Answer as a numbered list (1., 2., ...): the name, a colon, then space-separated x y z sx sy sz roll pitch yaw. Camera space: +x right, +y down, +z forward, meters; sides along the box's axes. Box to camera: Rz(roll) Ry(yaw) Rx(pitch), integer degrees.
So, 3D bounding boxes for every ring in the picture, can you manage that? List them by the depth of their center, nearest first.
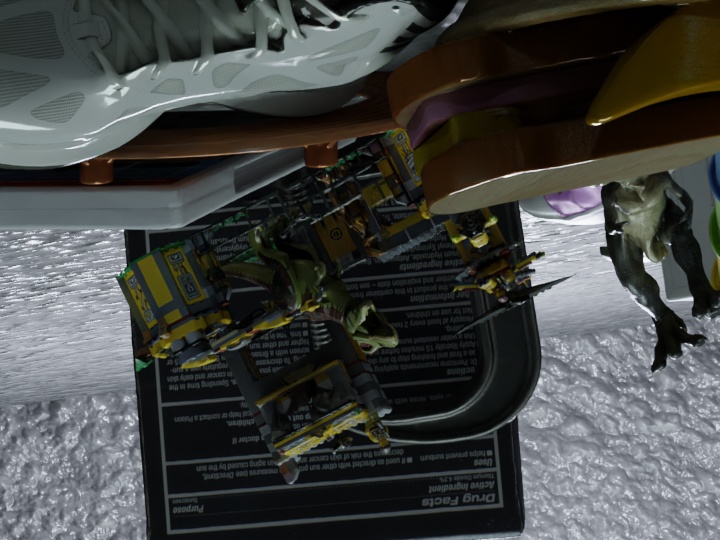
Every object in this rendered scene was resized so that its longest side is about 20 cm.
1. ring: -0.059 -0.059 0.766 0.200 0.019 0.200 -3 -167 1

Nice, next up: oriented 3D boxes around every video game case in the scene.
1. video game case: -0.100 -0.045 0.802 0.142 0.018 0.200 0 -167 19

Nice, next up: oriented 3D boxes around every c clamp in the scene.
1. c clamp: 0.000 0.000 0.942 0.170 0.201 0.027 -16 -164 3

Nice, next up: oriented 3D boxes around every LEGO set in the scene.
1. LEGO set: 0.001 0.020 0.853 0.199 0.116 0.154 -27 171 -2

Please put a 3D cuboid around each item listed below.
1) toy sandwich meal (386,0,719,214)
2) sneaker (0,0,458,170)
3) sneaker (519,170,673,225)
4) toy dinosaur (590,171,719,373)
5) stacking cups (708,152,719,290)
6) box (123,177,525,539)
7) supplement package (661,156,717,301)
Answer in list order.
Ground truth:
1. toy sandwich meal: 0.110 -0.061 0.643 0.204 0.071 0.205 -3 178 0
2. sneaker: -0.050 -0.093 0.620 0.200 0.076 0.115 -12 169 -38
3. sneaker: 0.103 -0.078 0.887 0.114 0.073 0.200 0 160 -30
4. toy dinosaur: 0.133 -0.008 0.869 0.047 0.088 0.200 -27 161 1
5. stacking cups: 0.172 -0.049 0.805 0.060 0.061 0.200 -8 146 9
6. box: -0.017 0.050 1.037 0.199 0.199 0.123 -5 175 5
7. supplement package: 0.270 -0.055 1.030 0.200 0.117 0.117 -12 172 42
